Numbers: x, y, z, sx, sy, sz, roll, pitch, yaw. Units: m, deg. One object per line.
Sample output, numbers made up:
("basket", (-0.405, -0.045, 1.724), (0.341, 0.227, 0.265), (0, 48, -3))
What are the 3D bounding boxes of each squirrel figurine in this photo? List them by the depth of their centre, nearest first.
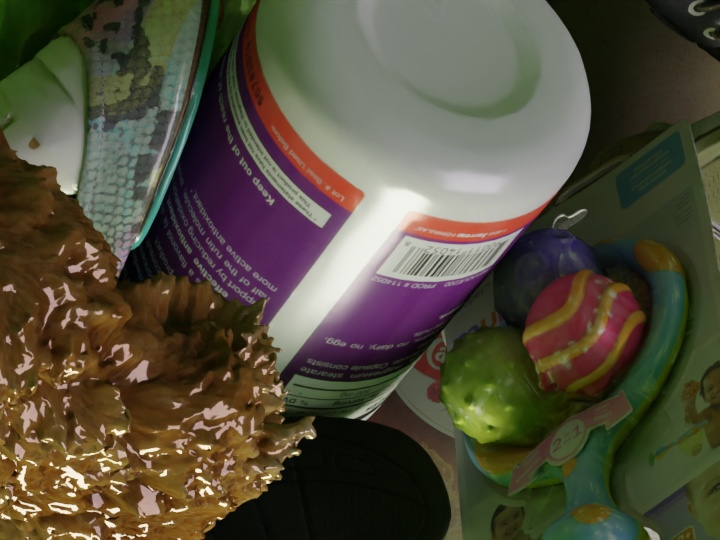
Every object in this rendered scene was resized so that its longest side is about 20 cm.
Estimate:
("squirrel figurine", (-0.118, 0.035, 0.754), (0.142, 0.200, 0.187), (-48, 138, -30))

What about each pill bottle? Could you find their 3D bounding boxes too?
("pill bottle", (-0.015, -0.016, 0.905), (0.112, 0.112, 0.200), (-29, 164, -42))

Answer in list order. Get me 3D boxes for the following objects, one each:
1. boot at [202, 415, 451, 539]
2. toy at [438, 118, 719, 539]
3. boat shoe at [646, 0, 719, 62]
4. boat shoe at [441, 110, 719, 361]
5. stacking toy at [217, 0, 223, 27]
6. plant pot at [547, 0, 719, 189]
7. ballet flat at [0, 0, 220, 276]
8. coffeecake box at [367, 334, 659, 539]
("boot", (-0.064, 0.120, 0.944), (0.203, 0.074, 0.154), (-20, 159, -1))
("toy", (0.062, 0.034, 0.869), (0.115, 0.200, 0.047), (-36, 125, 24))
("boat shoe", (0.127, -0.103, 0.933), (0.070, 0.066, 0.200), (-36, 151, 12))
("boat shoe", (0.111, -0.021, 0.976), (0.200, 0.068, 0.075), (-32, 123, 19))
("stacking toy", (-0.001, -0.141, 0.906), (0.200, 0.110, 0.116), (-40, 137, -7))
("plant pot", (0.144, -0.068, 1.109), (0.187, 0.187, 0.200), (-34, 123, -38))
("ballet flat", (-0.103, -0.013, 0.874), (0.071, 0.069, 0.200), (8, 114, -25))
("coffeecake box", (0.024, 0.115, 1.073), (0.073, 0.153, 0.200), (21, 96, -59))
